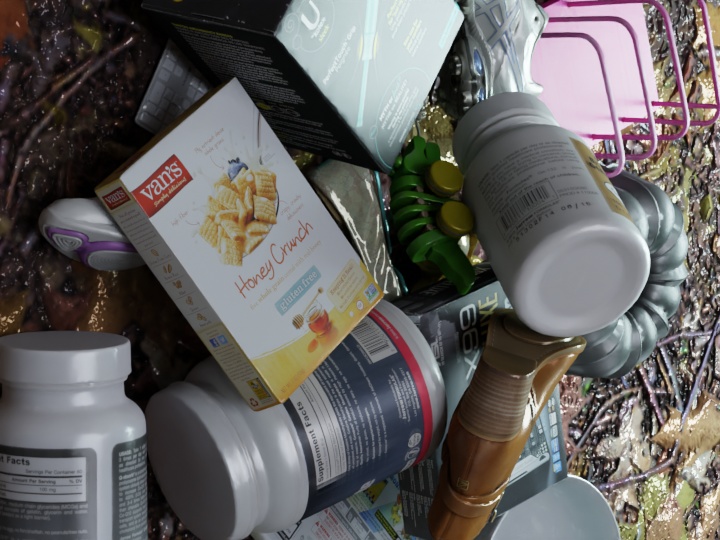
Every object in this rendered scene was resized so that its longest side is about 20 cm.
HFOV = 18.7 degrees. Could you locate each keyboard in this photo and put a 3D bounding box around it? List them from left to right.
[{"bbox_3d":[-0.113,-0.188,1.648,0.056,0.011,0.200,34,71,-42],"label":"keyboard"}]

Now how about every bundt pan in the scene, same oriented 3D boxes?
[{"bbox_3d":[0.225,0.008,1.935,0.202,0.076,0.202,-28,127,-45],"label":"bundt pan"}]

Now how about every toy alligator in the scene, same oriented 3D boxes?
[{"bbox_3d":[0.045,-0.067,1.751,0.054,0.059,0.200,3,55,-27],"label":"toy alligator"}]

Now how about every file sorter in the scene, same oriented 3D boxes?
[{"bbox_3d":[0.231,-0.173,1.912,0.200,0.125,0.139,-29,114,-39],"label":"file sorter"}]

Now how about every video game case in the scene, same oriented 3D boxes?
[{"bbox_3d":[-0.008,0.183,1.792,0.182,0.022,0.200,-54,127,-26],"label":"video game case"}]

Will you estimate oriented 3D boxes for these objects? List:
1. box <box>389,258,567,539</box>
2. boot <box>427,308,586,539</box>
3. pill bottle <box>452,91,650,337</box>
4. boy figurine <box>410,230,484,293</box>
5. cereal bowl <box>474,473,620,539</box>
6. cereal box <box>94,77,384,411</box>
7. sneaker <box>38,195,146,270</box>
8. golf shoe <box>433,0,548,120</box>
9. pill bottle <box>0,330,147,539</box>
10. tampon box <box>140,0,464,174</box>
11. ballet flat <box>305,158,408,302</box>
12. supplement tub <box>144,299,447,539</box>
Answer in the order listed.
[{"bbox_3d":[0.094,0.101,1.778,0.158,0.050,0.200,-22,113,-42],"label":"box"},{"bbox_3d":[0.112,0.122,1.709,0.200,0.077,0.155,-50,159,-69],"label":"boot"},{"bbox_3d":[0.144,-0.051,1.735,0.114,0.200,0.114,-10,131,-12],"label":"pill bottle"},{"bbox_3d":[0.088,0.035,1.841,0.124,0.064,0.200,-27,116,-37],"label":"boy figurine"},{"bbox_3d":[0.137,0.270,1.903,0.200,0.083,0.200,-6,99,-45],"label":"cereal bowl"},{"bbox_3d":[-0.083,-0.020,1.565,0.200,0.040,0.144,55,48,-14],"label":"cereal box"},{"bbox_3d":[-0.152,-0.052,1.595,0.200,0.075,0.100,-2,80,-42],"label":"sneaker"},{"bbox_3d":[0.107,-0.224,1.803,0.097,0.078,0.200,-11,113,-22],"label":"golf shoe"},{"bbox_3d":[-0.206,0.147,1.523,0.116,0.116,0.200,-6,99,-44],"label":"pill bottle"},{"bbox_3d":[-0.038,-0.192,1.607,0.150,0.126,0.200,-63,146,-16],"label":"tampon box"},{"bbox_3d":[0.000,0.000,1.761,0.062,0.067,0.200,-19,107,-13],"label":"ballet flat"},{"bbox_3d":[-0.047,0.113,1.649,0.200,0.140,0.141,-23,111,-31],"label":"supplement tub"}]
